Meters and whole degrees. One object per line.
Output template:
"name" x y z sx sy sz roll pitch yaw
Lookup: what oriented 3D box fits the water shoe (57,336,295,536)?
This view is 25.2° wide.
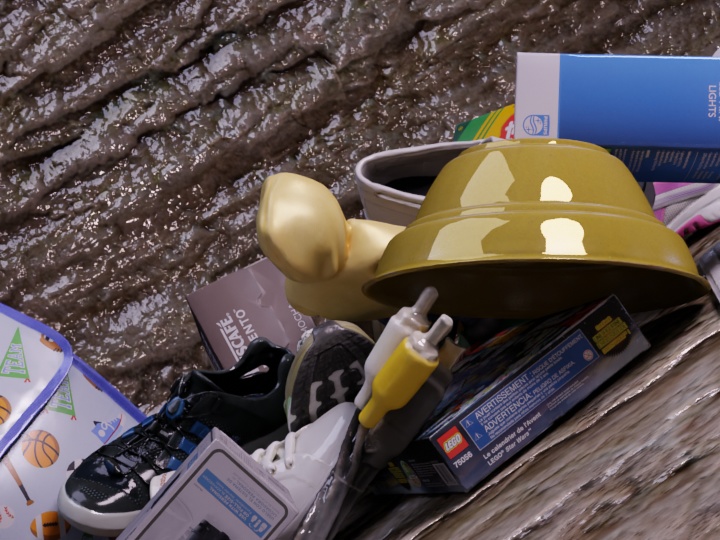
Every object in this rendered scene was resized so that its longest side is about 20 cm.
"water shoe" -0.123 0.104 1.079 0.200 0.071 0.079 -28 -47 -43

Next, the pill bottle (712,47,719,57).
"pill bottle" 0.358 -0.175 1.282 0.111 0.111 0.200 -35 2 -18

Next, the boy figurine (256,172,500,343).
"boy figurine" 0.000 0.000 1.036 0.124 0.065 0.200 -25 -36 37

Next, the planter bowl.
"planter bowl" 0.101 -0.027 0.935 0.200 0.084 0.200 1 -10 0

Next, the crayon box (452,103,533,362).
"crayon box" 0.117 -0.035 1.144 0.127 0.051 0.201 -18 45 35

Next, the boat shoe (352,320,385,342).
"boat shoe" 0.027 0.041 1.193 0.064 0.071 0.200 -27 -35 -8

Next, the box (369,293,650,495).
"box" 0.075 0.079 0.966 0.137 0.040 0.200 -36 1 -17

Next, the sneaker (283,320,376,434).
"sneaker" -0.026 0.074 1.073 0.077 0.089 0.200 -25 -27 -11

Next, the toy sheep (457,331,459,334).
"toy sheep" 0.116 -0.009 1.270 0.138 0.138 0.200 -33 16 44

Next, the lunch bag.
"lunch bag" -0.246 0.135 1.109 0.124 0.200 0.170 -29 21 51

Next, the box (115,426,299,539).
"box" -0.124 0.183 0.886 0.200 0.060 0.117 -49 3 -4

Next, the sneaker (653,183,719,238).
"sneaker" 0.197 -0.045 1.189 0.200 0.088 0.081 -36 2 -7

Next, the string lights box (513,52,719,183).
"string lights box" 0.193 -0.089 0.978 0.199 0.059 0.103 2 -8 5

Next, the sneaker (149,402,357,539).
"sneaker" -0.078 0.141 0.993 0.200 0.085 0.073 -44 14 13

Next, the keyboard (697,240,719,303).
"keyboard" 0.228 -0.010 0.951 0.056 0.011 0.200 -35 1 11

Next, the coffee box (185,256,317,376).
"coffee box" -0.070 0.083 1.276 0.080 0.113 0.200 -26 -21 -9

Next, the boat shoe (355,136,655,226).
"boat shoe" 0.092 -0.058 1.069 0.199 0.066 0.072 2 54 24

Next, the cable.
"cable" -0.008 0.095 0.893 0.200 0.050 0.097 -53 9 7
